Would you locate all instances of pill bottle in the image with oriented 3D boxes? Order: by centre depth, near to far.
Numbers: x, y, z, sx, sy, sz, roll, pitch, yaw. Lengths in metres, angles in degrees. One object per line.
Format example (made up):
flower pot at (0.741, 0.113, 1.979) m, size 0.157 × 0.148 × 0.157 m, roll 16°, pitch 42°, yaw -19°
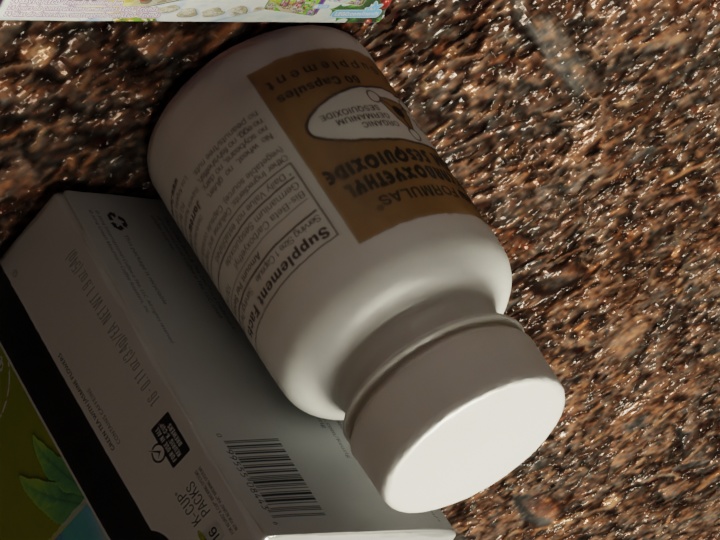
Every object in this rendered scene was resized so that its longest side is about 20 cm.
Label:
pill bottle at (0.000, 0.000, 1.178) m, size 0.114 × 0.200 × 0.114 m, roll -25°, pitch 151°, yaw -15°

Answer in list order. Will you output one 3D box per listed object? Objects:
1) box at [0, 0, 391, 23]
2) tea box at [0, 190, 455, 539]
box at (-0.042, -0.158, 1.058) m, size 0.200 × 0.039 × 0.137 m, roll -4°, pitch 141°, yaw -42°
tea box at (-0.102, 0.103, 1.238) m, size 0.134 × 0.200 × 0.197 m, roll 4°, pitch 134°, yaw -49°
